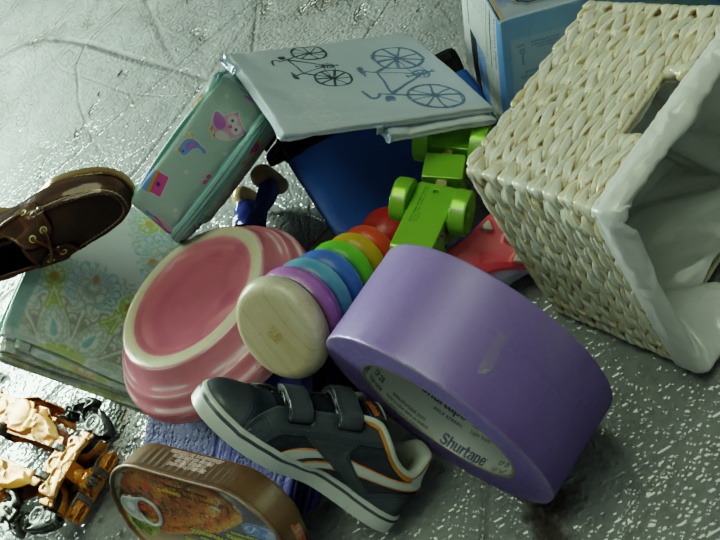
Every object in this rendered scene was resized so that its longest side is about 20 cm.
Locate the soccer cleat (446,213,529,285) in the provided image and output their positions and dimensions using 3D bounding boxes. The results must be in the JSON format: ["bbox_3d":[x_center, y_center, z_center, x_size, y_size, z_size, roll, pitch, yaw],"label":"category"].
[{"bbox_3d":[0.108,-0.004,0.989,0.198,0.077,0.067,-30,76,-10],"label":"soccer cleat"}]

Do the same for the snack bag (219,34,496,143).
[{"bbox_3d":[-0.007,-0.159,1.010,0.197,0.022,0.189,-10,34,-19],"label":"snack bag"}]

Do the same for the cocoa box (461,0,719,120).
[{"bbox_3d":[0.199,-0.224,1.015,0.197,0.134,0.132,-16,45,-3],"label":"cocoa box"}]

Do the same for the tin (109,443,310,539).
[{"bbox_3d":[-0.123,0.201,0.940,0.198,0.113,0.042,7,32,37],"label":"tin"}]

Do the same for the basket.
[{"bbox_3d":[0.219,-0.069,0.870,0.160,0.200,0.199,22,69,49],"label":"basket"}]

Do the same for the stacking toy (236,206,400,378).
[{"bbox_3d":[-0.011,0.006,0.945,0.084,0.087,0.200,4,27,36],"label":"stacking toy"}]

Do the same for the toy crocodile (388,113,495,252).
[{"bbox_3d":[0.070,-0.072,0.975,0.066,0.062,0.202,8,50,15],"label":"toy crocodile"}]

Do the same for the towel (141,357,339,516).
[{"bbox_3d":[-0.104,0.132,0.997,0.198,0.049,0.150,0,72,40],"label":"towel"}]

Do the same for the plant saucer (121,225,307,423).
[{"bbox_3d":[-0.134,0.035,1.004,0.198,0.051,0.202,-23,41,21],"label":"plant saucer"}]

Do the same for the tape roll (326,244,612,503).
[{"bbox_3d":[0.077,0.076,0.839,0.199,0.200,0.085,23,70,43],"label":"tape roll"}]

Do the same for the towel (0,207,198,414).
[{"bbox_3d":[-0.251,0.026,1.141,0.048,0.169,0.202,-42,28,56],"label":"towel"}]

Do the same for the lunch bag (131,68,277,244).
[{"bbox_3d":[-0.141,-0.110,1.100,0.161,0.077,0.200,-53,5,12],"label":"lunch bag"}]

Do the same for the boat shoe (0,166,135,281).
[{"bbox_3d":[-0.296,-0.031,1.061,0.198,0.071,0.071,-21,39,19],"label":"boat shoe"}]

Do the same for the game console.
[{"bbox_3d":[0.025,-0.116,1.115,0.198,0.120,0.171,-28,3,-11],"label":"game console"}]

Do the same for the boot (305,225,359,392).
[{"bbox_3d":[0.000,0.000,1.051,0.174,0.069,0.200,-40,44,-3],"label":"boot"}]

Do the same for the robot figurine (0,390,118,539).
[{"bbox_3d":[-0.313,0.185,1.120,0.198,0.058,0.146,10,62,40],"label":"robot figurine"}]

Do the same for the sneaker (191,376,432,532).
[{"bbox_3d":[-0.032,0.119,0.875,0.080,0.199,0.079,-51,28,9],"label":"sneaker"}]

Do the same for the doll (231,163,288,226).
[{"bbox_3d":[-0.125,-0.009,1.133,0.136,0.048,0.202,-41,24,41],"label":"doll"}]
